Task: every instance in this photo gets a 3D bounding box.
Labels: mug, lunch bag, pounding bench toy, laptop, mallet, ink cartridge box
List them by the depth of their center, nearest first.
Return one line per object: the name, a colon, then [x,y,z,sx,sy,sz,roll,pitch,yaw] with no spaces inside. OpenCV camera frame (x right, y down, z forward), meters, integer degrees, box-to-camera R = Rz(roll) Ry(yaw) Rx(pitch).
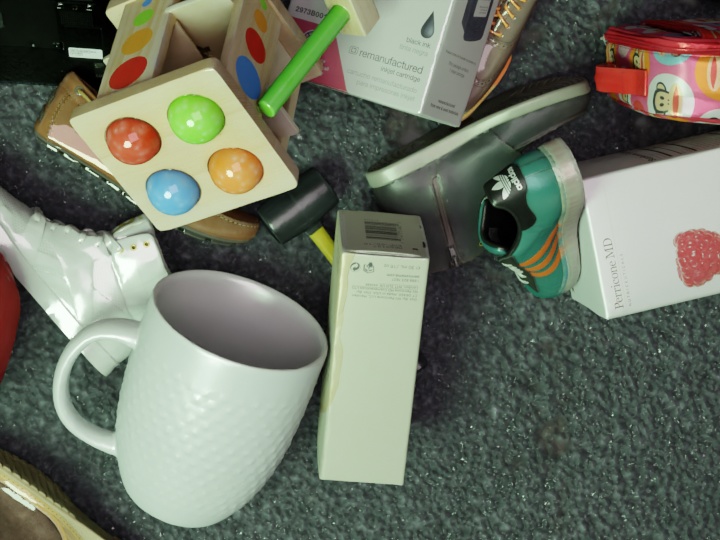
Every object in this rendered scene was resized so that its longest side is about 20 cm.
pounding bench toy: [-0.087,-0.137,1.187,0.200,0.156,0.124,-17,132,24]
laptop: [-0.218,-0.250,1.274,0.177,0.103,0.200,4,138,1]
ink cartridge box: [0.033,-0.232,1.285,0.144,0.084,0.201,20,96,26]
lunch bag: [0.273,-0.158,1.295,0.176,0.200,0.082,-1,102,-7]
mug: [-0.147,0.104,1.300,0.199,0.148,0.176,17,114,-11]
mallet: [0.000,0.000,1.368,0.066,0.041,0.200,-45,104,-1]

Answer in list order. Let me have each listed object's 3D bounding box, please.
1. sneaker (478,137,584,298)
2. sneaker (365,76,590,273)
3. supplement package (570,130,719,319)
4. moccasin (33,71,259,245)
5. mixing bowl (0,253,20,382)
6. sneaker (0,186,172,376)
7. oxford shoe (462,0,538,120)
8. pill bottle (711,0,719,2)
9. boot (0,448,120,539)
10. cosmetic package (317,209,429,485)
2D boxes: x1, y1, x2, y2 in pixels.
sneaker: [0.131,-0.033,1.309,0.080,0.200,0.071,-21,60,-7]
sneaker: [0.114,-0.082,1.356,0.200,0.075,0.106,-26,104,6]
supplement package: [0.273,-0.045,1.347,0.199,0.120,0.122,-13,99,-4]
moccasin: [-0.165,-0.089,1.316,0.201,0.074,0.078,34,93,-11]
mixing bowl: [-0.342,0.021,1.268,0.200,0.200,0.108,41,62,-9]
sneaker: [-0.230,-0.024,1.322,0.116,0.074,0.200,-39,109,-2]
oxford shoe: [0.107,-0.215,1.322,0.071,0.073,0.200,25,86,-4]
pill bottle: [0.342,-0.267,1.333,0.199,0.112,0.112,13,95,-8]
boot: [-0.295,0.257,1.343,0.200,0.072,0.166,42,89,-13]
cosmetic package: [0.008,0.062,1.316,0.073,0.104,0.201,5,110,-4]
